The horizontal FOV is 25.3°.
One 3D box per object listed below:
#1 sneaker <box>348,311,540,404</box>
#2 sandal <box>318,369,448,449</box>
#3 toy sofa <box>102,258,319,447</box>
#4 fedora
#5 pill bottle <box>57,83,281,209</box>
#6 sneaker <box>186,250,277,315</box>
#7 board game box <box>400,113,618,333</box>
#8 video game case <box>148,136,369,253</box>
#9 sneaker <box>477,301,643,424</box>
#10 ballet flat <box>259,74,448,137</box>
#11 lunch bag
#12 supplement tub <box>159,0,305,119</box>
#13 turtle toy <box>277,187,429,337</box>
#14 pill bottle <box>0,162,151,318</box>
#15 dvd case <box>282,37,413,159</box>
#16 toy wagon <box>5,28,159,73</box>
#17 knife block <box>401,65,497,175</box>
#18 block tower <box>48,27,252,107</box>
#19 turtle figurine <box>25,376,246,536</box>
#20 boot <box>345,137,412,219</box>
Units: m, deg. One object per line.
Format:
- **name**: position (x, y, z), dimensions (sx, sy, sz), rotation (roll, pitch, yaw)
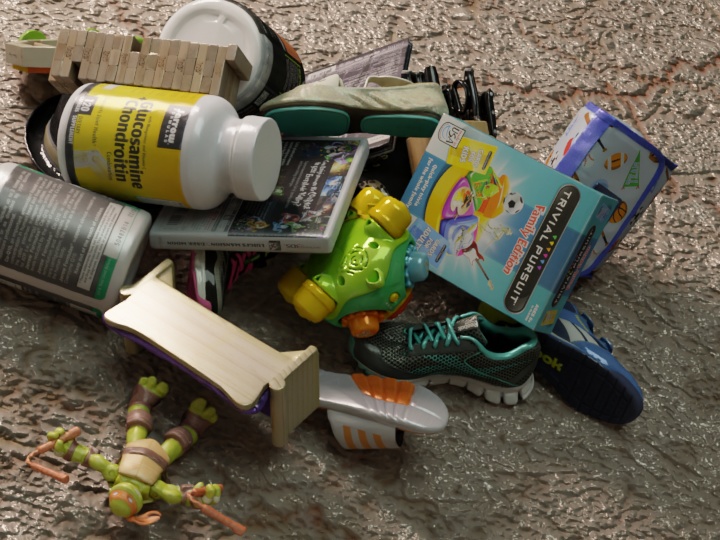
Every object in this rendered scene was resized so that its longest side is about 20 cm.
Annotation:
- **sneaker**: position (0.090, 0.072, 1.607), dimensions (0.200, 0.091, 0.078), rotation (8, 48, -13)
- **sandal**: position (-0.014, 0.135, 1.535), dimensions (0.207, 0.059, 0.079), rotation (12, 23, 19)
- **toy sofa**: position (-0.140, 0.083, 1.481), dimensions (0.200, 0.083, 0.098), rotation (29, 51, 26)
- **fedora**: position (-0.251, -0.153, 1.693), dimensions (0.200, 0.092, 0.201), rotation (12, 43, -11)
- **pill bottle**: position (-0.184, -0.119, 1.557), dimensions (0.200, 0.112, 0.112), rotation (7, 40, 17)
- **sneaker**: position (-0.126, -0.023, 1.629), dimensions (0.087, 0.074, 0.200), rotation (11, 39, -3)
- **board game box**: position (0.137, -0.049, 1.624), dimensions (0.200, 0.151, 0.047), rotation (30, 9, 29)
- **video game case**: position (-0.098, -0.079, 1.609), dimensions (0.182, 0.023, 0.200), rotation (1, 33, 12)
- **sneaker**: position (0.220, 0.079, 1.670), dimensions (0.200, 0.074, 0.082), rotation (39, 43, 16)
- **ballet flat**: position (-0.008, -0.174, 1.677), dimensions (0.200, 0.067, 0.062), rotation (3, 63, -10)
- **lunch bag**: position (0.242, -0.084, 1.716), dimensions (0.124, 0.170, 0.200), rotation (38, 8, 20)
- **supplement tub**: position (-0.132, -0.212, 1.722), dimensions (0.123, 0.123, 0.200), rotation (37, 3, 16)
- **turtle toy**: position (0.000, 0.000, 1.592), dimensions (0.101, 0.146, 0.200), rotation (43, -2, -16)
- **pill bottle**: position (-0.311, -0.036, 1.538), dimensions (0.200, 0.113, 0.113), rotation (20, 43, -3)
- **dvd case**: position (-0.019, -0.178, 1.803), dimensions (0.149, 0.016, 0.200), rotation (-16, 37, 23)
- **toy wagon**: position (-0.283, -0.242, 1.759), dimensions (0.200, 0.040, 0.155), rotation (-6, 14, -28)
- **knife block**: position (0.087, -0.122, 1.727), dimensions (0.176, 0.064, 0.200), rotation (43, 56, -13)
- **block tower**: position (-0.214, -0.200, 1.606), dimensions (0.200, 0.054, 0.058), rotation (6, 77, 15)
- **turtle figurine**: position (-0.182, 0.172, 1.418), dimensions (0.200, 0.064, 0.161), rotation (16, 35, 6)
- **boot**: position (0.021, -0.117, 1.786), dimensions (0.151, 0.073, 0.200), rotation (-25, 68, -39)
